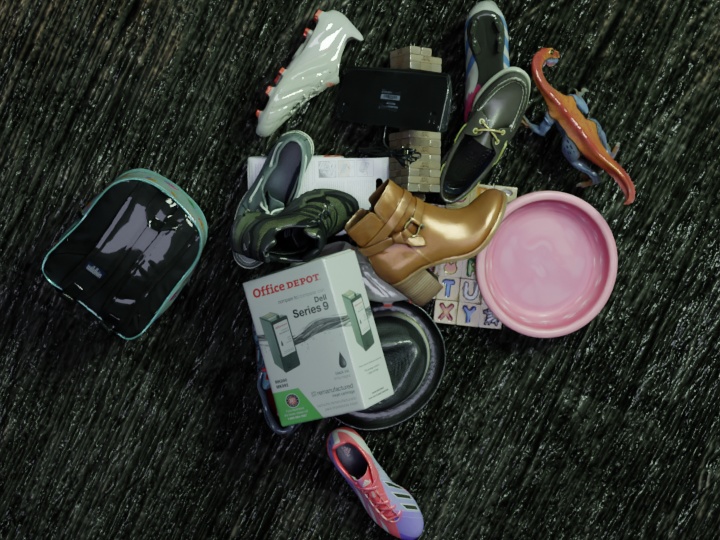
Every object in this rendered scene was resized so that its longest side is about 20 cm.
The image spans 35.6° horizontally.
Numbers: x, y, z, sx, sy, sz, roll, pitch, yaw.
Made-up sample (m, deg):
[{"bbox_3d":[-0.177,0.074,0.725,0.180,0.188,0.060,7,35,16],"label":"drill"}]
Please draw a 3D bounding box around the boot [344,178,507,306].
[{"bbox_3d":[0.087,-0.071,1.484,0.200,0.077,0.155,-45,109,5],"label":"boot"}]

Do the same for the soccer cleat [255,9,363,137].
[{"bbox_3d":[-0.073,-0.261,1.532,0.077,0.069,0.201,33,94,-6],"label":"soccer cleat"}]

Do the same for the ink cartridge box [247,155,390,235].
[{"bbox_3d":[-0.056,-0.105,1.559,0.196,0.050,0.111,-1,97,0],"label":"ink cartridge box"}]

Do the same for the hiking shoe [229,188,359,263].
[{"bbox_3d":[-0.068,-0.046,1.457,0.198,0.100,0.077,-21,129,-34],"label":"hiking shoe"}]

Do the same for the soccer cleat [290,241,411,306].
[{"bbox_3d":[0.000,0.000,1.549,0.196,0.070,0.079,4,119,3],"label":"soccer cleat"}]

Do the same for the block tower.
[{"bbox_3d":[0.074,-0.197,1.519,0.053,0.058,0.204,1,90,-30],"label":"block tower"}]

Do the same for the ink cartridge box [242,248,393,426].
[{"bbox_3d":[-0.058,0.089,1.482,0.144,0.084,0.203,-16,90,32],"label":"ink cartridge box"}]

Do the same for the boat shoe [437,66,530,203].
[{"bbox_3d":[0.166,-0.176,1.497,0.071,0.061,0.202,26,120,-8],"label":"boat shoe"}]

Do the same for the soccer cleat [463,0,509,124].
[{"bbox_3d":[0.176,-0.269,1.527,0.069,0.087,0.203,1,120,7],"label":"soccer cleat"}]

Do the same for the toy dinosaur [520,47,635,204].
[{"bbox_3d":[0.291,-0.208,1.493,0.105,0.200,0.182,-43,126,-9],"label":"toy dinosaur"}]

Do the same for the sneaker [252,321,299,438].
[{"bbox_3d":[-0.109,0.134,1.566,0.078,0.096,0.204,-9,97,2],"label":"sneaker"}]

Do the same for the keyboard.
[{"bbox_3d":[0.040,-0.205,1.495,0.198,0.020,0.129,15,93,44],"label":"keyboard"}]

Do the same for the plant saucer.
[{"bbox_3d":[0.255,-0.010,1.557,0.197,0.051,0.204,0,98,-2],"label":"plant saucer"}]

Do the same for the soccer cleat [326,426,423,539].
[{"bbox_3d":[0.019,0.310,1.594,0.066,0.076,0.201,-36,95,5],"label":"soccer cleat"}]

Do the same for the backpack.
[{"bbox_3d":[-0.304,-0.034,1.521,0.175,0.154,0.201,39,106,-6],"label":"backpack"}]

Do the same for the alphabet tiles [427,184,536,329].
[{"bbox_3d":[0.162,-0.021,1.585,0.163,0.006,0.204,6,97,1],"label":"alphabet tiles"}]

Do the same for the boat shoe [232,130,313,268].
[{"bbox_3d":[-0.122,-0.094,1.504,0.072,0.062,0.202,26,98,-3],"label":"boat shoe"}]

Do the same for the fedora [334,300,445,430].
[{"bbox_3d":[0.025,0.137,1.564,0.197,0.092,0.204,0,98,1],"label":"fedora"}]
